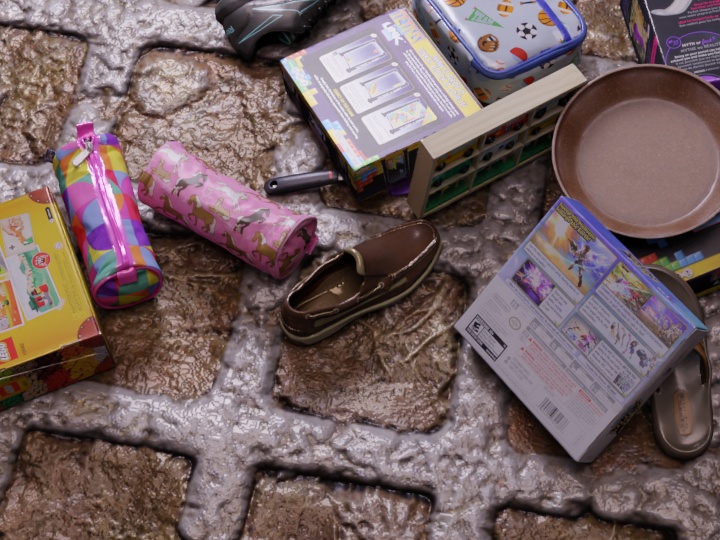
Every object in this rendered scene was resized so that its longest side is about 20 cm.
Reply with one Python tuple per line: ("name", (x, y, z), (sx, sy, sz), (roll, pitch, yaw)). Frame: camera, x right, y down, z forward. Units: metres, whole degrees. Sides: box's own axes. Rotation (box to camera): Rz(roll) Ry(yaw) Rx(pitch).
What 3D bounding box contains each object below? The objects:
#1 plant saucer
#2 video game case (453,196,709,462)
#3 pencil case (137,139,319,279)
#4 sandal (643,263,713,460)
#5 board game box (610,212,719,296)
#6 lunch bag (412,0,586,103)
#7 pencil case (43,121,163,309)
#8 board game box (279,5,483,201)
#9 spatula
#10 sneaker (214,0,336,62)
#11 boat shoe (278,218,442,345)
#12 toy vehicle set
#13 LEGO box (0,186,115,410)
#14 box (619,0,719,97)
("plant saucer", (0.301, -0.120, 1.674), (0.199, 0.037, 0.201), (-3, 68, 7))
("video game case", (0.218, 0.058, 1.607), (0.200, 0.045, 0.181), (48, 111, 27))
("pencil case", (-0.144, -0.065, 1.733), (0.200, 0.083, 0.087), (29, 58, 18))
("sandal", (0.311, 0.090, 1.604), (0.081, 0.055, 0.201), (-8, 83, 6))
("board game box", (0.358, -0.062, 1.709), (0.199, 0.057, 0.166), (-22, 63, -8))
("lunch bag", (0.159, -0.297, 1.840), (0.160, 0.076, 0.200), (-26, 64, -13))
("pencil case", (-0.276, -0.057, 1.735), (0.088, 0.088, 0.201), (-19, 64, -7))
("board game box", (0.025, -0.190, 1.792), (0.165, 0.057, 0.200), (-24, 53, -11))
("spatula", (-0.009, -0.105, 1.782), (0.199, 0.021, 0.057), (-6, 65, 1))
("sneaker", (-0.068, -0.310, 1.880), (0.199, 0.075, 0.080), (-23, 76, -2))
("boat shoe", (0.004, 0.004, 1.691), (0.202, 0.075, 0.075), (-37, 65, -16))
("toy vehicle set", (0.145, -0.138, 1.720), (0.199, 0.124, 0.027), (-28, 68, -18))
("LEGO box", (-0.364, 0.030, 1.697), (0.148, 0.077, 0.201), (-21, 62, -7))
("box", (0.376, -0.264, 1.797), (0.122, 0.106, 0.201), (-10, 62, -1))
